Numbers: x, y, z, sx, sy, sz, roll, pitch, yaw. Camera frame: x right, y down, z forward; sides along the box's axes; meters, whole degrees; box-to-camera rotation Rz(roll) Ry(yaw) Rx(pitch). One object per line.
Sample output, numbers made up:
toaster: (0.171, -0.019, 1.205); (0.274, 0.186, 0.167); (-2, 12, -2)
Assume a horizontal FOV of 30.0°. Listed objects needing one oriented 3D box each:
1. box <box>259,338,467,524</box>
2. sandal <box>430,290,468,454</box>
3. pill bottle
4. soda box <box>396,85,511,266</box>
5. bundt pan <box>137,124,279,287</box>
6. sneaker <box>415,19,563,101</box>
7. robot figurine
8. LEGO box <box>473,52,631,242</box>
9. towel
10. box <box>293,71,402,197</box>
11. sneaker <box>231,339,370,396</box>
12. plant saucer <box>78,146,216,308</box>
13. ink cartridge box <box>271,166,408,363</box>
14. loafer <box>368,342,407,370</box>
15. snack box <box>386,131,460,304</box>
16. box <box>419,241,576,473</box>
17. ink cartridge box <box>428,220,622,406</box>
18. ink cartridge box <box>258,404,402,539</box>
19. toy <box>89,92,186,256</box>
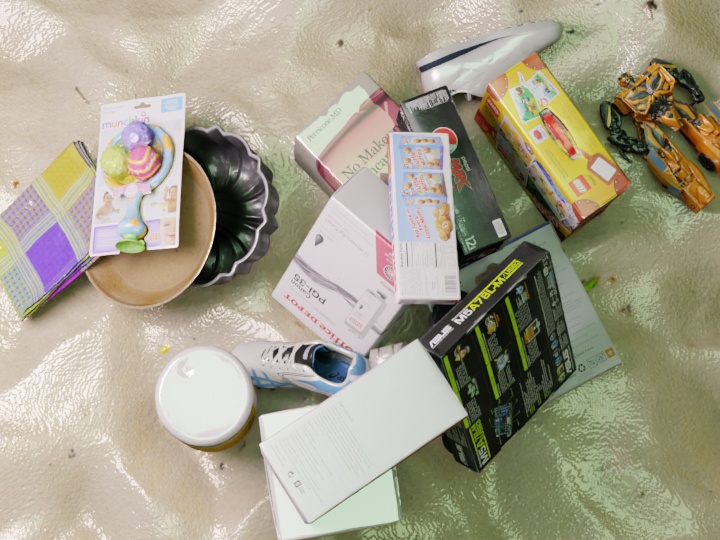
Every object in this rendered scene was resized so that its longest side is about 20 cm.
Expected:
box: (0.001, 0.173, 1.423); (0.199, 0.124, 0.098); (-33, 83, -8)
sandal: (0.130, 0.120, 1.613); (0.075, 0.043, 0.203); (-3, 82, -21)
pill bottle: (-0.178, 0.155, 1.584); (0.111, 0.200, 0.114); (0, 80, -3)
soda box: (0.109, -0.112, 1.598); (0.063, 0.071, 0.202); (-20, 80, -7)
bundt pan: (-0.183, -0.073, 1.662); (0.200, 0.076, 0.205); (-5, 79, 25)
sneaker: (0.173, -0.269, 1.746); (0.198, 0.076, 0.081); (-20, 92, -1)
robot figurine: (0.406, -0.182, 1.738); (0.145, 0.058, 0.200); (-40, 84, -9)
LEGO box: (0.236, -0.150, 1.680); (0.077, 0.149, 0.201); (-34, 82, -8)
towel: (-0.382, -0.051, 1.659); (0.200, 0.023, 0.144); (-40, 68, 14)
box: (0.027, -0.125, 1.688); (0.128, 0.109, 0.200); (-44, 85, -9)
sneaker: (-0.074, 0.110, 1.634); (0.198, 0.073, 0.072); (7, 49, 25)
plant saucer: (-0.252, -0.052, 1.630); (0.198, 0.035, 0.203); (-4, 80, 25)
ink cartridge box: (0.000, 0.000, 1.614); (0.146, 0.201, 0.083); (39, 45, 5)
loafer: (0.051, 0.127, 1.601); (0.069, 0.200, 0.071); (-13, 83, 14)
snack box: (0.070, -0.061, 1.520); (0.071, 0.024, 0.202); (0, 71, -9)
box: (0.162, 0.100, 1.546); (0.193, 0.201, 0.047); (-41, 44, -22)
ink cartridge box: (0.197, 0.071, 1.681); (0.196, 0.047, 0.202); (-26, 83, -12)
ink cartridge box: (-0.037, 0.234, 1.575); (0.145, 0.200, 0.146); (-10, 80, -4)
toy: (-0.270, -0.121, 1.593); (0.114, 0.047, 0.202); (-6, 71, 14)
